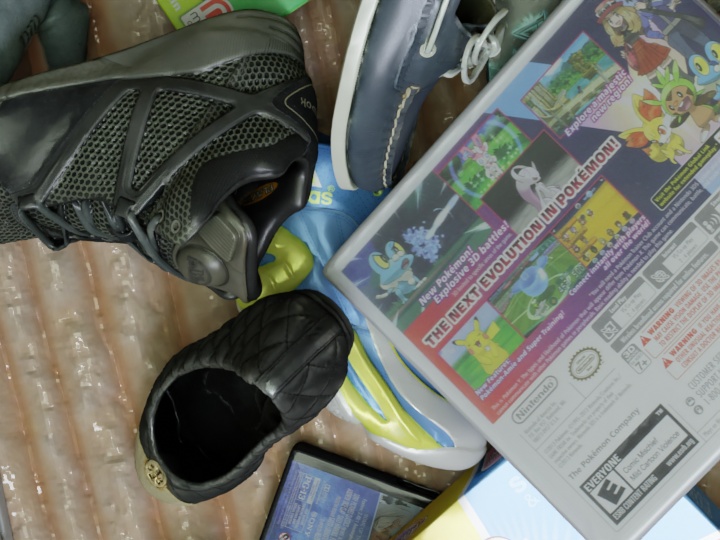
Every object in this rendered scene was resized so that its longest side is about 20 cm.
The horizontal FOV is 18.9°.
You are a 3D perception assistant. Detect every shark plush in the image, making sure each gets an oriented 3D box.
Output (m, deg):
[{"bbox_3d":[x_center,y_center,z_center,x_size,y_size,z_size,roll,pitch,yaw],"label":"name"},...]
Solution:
[{"bbox_3d":[-0.145,-0.155,0.967,0.091,0.083,0.200,31,104,-1],"label":"shark plush"}]

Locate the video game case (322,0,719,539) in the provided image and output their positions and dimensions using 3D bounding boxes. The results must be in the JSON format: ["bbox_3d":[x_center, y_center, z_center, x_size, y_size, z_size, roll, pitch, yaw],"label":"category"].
[{"bbox_3d":[0.111,-0.008,0.917,0.182,0.023,0.200,45,105,10],"label":"video game case"}]

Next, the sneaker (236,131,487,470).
[{"bbox_3d":[0.000,0.000,0.993,0.200,0.076,0.105,40,103,-3],"label":"sneaker"}]

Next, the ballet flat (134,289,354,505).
[{"bbox_3d":[-0.066,0.063,0.978,0.066,0.057,0.200,49,145,3],"label":"ballet flat"}]

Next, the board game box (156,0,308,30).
[{"bbox_3d":[-0.015,-0.184,0.944,0.200,0.048,0.102,-31,98,25],"label":"board game box"}]

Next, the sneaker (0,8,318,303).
[{"bbox_3d":[-0.109,-0.031,0.938,0.199,0.076,0.114,-18,60,4],"label":"sneaker"}]

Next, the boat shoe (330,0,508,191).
[{"bbox_3d":[0.033,-0.115,0.902,0.062,0.075,0.200,15,120,3],"label":"boat shoe"}]

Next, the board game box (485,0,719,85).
[{"bbox_3d":[0.120,-0.133,0.972,0.135,0.028,0.200,-2,104,7],"label":"board game box"}]

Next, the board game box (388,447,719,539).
[{"bbox_3d":[0.083,0.167,1.021,0.200,0.040,0.153,-43,95,14],"label":"board game box"}]

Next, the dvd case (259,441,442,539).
[{"bbox_3d":[0.038,0.182,1.061,0.200,0.018,0.143,20,104,2],"label":"dvd case"}]

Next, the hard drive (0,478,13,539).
[{"bbox_3d":[-0.275,0.134,1.079,0.200,0.026,0.132,-8,102,7],"label":"hard drive"}]
